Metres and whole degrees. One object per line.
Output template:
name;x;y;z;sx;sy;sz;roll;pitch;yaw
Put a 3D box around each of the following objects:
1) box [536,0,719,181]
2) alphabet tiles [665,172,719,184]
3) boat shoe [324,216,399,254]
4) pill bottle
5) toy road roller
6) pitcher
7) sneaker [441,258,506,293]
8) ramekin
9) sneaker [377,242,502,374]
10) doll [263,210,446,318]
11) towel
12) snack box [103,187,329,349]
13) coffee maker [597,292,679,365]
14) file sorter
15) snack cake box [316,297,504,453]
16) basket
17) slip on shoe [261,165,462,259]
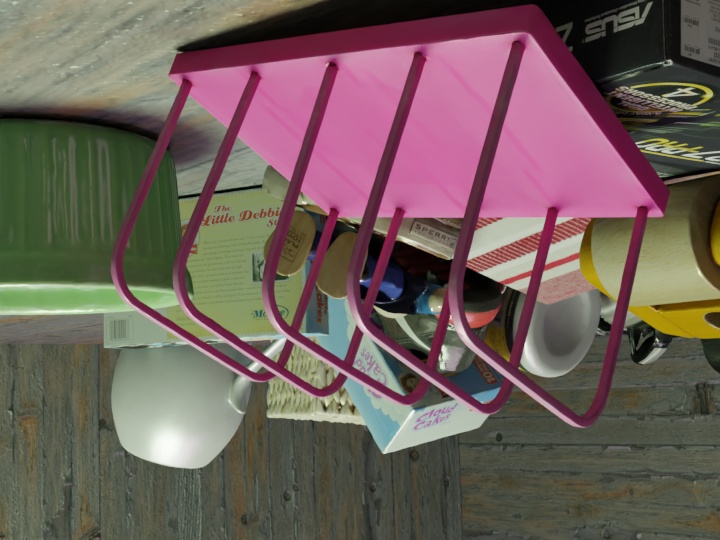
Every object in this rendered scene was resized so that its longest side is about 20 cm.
box;0.146;-0.086;0.543;0.199;0.050;0.161;4;174;-38
alphabet tiles;0.204;-0.073;0.816;0.193;0.015;0.200;-4;174;-1
boat shoe;-0.035;-0.030;0.934;0.068;0.057;0.199;2;172;-34
pill bottle;0.123;0.025;1.087;0.112;0.114;0.199;4;-171;-42
toy road roller;0.248;-0.025;0.706;0.199;0.147;0.122;27;160;-29
pitcher;-0.129;0.072;0.979;0.171;0.202;0.121;19;-174;36
sneaker;0.095;-0.016;0.976;0.069;0.083;0.200;-4;175;-14
ramekin;-0.206;-0.028;0.714;0.198;0.099;0.200;-2;174;0
sneaker;0.039;0.020;0.951;0.070;0.099;0.200;-8;-151;-32
doll;0.000;0.000;0.797;0.136;0.049;0.200;24;180;22
towel;0.116;-0.033;0.799;0.199;0.023;0.144;24;149;-33
snack box;-0.120;-0.001;0.901;0.198;0.118;0.037;-5;173;28
coffee maker;0.316;-0.007;1.037;0.191;0.136;0.200;-25;177;-7
file sorter;0.008;-0.014;0.501;0.199;0.126;0.139;2;155;39
snack cake box;0.030;0.055;1.014;0.114;0.201;0.067;-7;142;-37
basket;-0.005;0.076;1.281;0.159;0.202;0.198;7;171;-20
slip on shoe;0.002;-0.057;0.707;0.076;0.061;0.200;20;-179;-28
